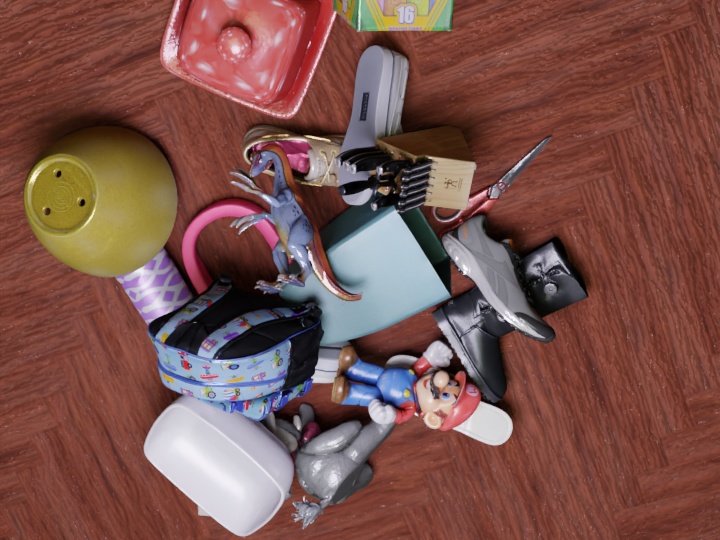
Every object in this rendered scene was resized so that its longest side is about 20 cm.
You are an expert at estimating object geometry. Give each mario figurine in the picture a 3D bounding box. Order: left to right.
[{"bbox_3d":[0.065,0.147,1.610,0.197,0.106,0.125,11,85,1],"label":"mario figurine"}]

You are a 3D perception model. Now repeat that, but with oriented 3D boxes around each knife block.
[{"bbox_3d":[0.049,-0.131,1.490,0.173,0.201,0.065,8,113,-7],"label":"knife block"}]

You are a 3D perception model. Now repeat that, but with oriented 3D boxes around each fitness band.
[{"bbox_3d":[-0.160,-0.003,1.664,0.142,0.038,0.201,-27,108,12],"label":"fitness band"}]

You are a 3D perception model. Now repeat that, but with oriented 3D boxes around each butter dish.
[{"bbox_3d":[-0.145,-0.290,1.483,0.198,0.148,0.201,22,113,-4],"label":"butter dish"}]

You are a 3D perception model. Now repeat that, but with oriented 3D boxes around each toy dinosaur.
[{"bbox_3d":[-0.092,-0.064,1.514,0.198,0.184,0.105,17,159,-24],"label":"toy dinosaur"}]

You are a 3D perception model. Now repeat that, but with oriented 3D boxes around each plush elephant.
[{"bbox_3d":[-0.073,0.254,1.700,0.154,0.199,0.166,37,138,19],"label":"plush elephant"}]

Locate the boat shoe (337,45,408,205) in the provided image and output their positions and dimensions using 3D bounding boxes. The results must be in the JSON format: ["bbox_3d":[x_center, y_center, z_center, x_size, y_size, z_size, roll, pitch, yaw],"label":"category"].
[{"bbox_3d":[0.025,-0.180,1.531,0.065,0.073,0.203,7,99,-40],"label":"boat shoe"}]

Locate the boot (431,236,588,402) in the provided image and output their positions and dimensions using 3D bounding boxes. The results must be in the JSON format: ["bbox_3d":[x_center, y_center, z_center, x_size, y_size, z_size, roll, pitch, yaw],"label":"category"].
[{"bbox_3d":[0.222,0.070,1.645,0.199,0.066,0.166,-32,108,12],"label":"boot"}]

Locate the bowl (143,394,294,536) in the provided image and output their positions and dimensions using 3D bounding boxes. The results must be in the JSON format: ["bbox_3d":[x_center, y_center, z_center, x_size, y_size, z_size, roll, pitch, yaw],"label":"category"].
[{"bbox_3d":[-0.181,0.245,1.609,0.199,0.075,0.200,40,143,0],"label":"bowl"}]

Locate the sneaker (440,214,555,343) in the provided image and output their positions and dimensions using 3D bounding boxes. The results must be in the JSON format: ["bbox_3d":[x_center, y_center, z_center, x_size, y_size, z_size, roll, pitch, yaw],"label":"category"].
[{"bbox_3d":[0.189,0.011,1.570,0.079,0.074,0.201,-41,74,8],"label":"sneaker"}]

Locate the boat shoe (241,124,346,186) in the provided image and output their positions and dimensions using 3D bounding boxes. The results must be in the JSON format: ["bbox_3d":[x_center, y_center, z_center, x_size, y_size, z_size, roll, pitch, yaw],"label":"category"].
[{"bbox_3d":[-0.061,-0.141,1.577,0.197,0.069,0.075,8,113,2],"label":"boat shoe"}]

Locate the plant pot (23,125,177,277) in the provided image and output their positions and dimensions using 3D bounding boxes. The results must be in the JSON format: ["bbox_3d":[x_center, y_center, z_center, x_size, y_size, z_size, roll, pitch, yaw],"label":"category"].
[{"bbox_3d":[-0.354,-0.093,1.549,0.197,0.142,0.203,0,89,13],"label":"plant pot"}]

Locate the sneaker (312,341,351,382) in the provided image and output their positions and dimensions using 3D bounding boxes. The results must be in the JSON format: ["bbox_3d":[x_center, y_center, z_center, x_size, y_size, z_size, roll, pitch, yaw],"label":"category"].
[{"bbox_3d":[-0.110,0.125,1.673,0.197,0.074,0.071,10,130,-11],"label":"sneaker"}]

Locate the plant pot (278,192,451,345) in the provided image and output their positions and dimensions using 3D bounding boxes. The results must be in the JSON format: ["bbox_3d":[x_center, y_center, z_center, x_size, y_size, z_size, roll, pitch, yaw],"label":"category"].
[{"bbox_3d":[0.000,0.000,1.587,0.199,0.142,0.142,-30,107,14],"label":"plant pot"}]

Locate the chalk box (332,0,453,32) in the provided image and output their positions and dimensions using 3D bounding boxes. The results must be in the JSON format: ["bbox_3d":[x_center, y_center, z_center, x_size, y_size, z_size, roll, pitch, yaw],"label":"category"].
[{"bbox_3d":[0.042,-0.394,1.421,0.122,0.125,0.203,-3,113,-14],"label":"chalk box"}]

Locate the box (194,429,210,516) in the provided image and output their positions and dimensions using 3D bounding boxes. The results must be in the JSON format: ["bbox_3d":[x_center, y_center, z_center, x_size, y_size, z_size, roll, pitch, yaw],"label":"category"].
[{"bbox_3d":[-0.192,0.247,1.736,0.077,0.095,0.203,3,111,6],"label":"box"}]

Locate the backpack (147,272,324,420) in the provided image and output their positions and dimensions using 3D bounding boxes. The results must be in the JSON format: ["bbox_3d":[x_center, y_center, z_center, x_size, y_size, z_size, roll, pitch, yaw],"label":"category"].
[{"bbox_3d":[-0.164,0.105,1.495,0.181,0.199,0.136,17,112,25],"label":"backpack"}]

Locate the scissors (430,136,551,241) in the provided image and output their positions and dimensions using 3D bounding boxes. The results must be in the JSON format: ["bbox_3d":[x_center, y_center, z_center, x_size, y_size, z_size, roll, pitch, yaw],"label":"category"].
[{"bbox_3d":[0.182,-0.101,1.603,0.199,0.014,0.074,-30,105,15],"label":"scissors"}]

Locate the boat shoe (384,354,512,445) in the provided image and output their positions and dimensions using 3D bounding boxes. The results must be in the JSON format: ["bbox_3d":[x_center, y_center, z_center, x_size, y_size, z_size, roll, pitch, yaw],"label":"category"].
[{"bbox_3d":[0.120,0.182,1.692,0.198,0.062,0.073,29,90,0],"label":"boat shoe"}]

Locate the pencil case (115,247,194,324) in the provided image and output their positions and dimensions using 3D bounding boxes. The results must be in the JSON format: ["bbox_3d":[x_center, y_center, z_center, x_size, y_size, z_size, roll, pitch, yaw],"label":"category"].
[{"bbox_3d":[-0.267,0.060,1.674,0.085,0.084,0.202,-11,113,48],"label":"pencil case"}]
